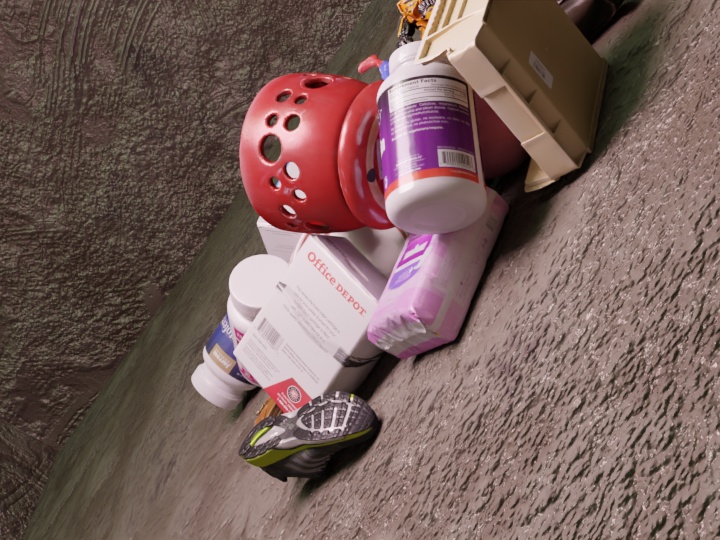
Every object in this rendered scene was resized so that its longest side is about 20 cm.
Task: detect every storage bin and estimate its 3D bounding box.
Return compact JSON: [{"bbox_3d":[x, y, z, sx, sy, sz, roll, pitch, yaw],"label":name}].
[{"bbox_3d":[0.171,-0.223,1.279,0.093,0.200,0.200,-24,32,38],"label":"storage bin"}]

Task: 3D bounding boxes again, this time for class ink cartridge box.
[{"bbox_3d":[-0.047,0.075,1.470,0.083,0.144,0.201,-1,-49,-56],"label":"ink cartridge box"},{"bbox_3d":[-0.073,-0.050,1.785,0.201,0.083,0.146,74,-149,-47],"label":"ink cartridge box"}]

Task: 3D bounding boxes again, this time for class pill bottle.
[{"bbox_3d":[-0.195,0.129,1.968,0.201,0.115,0.116,-55,14,13],"label":"pill bottle"},{"bbox_3d":[0.076,-0.149,1.296,0.112,0.111,0.202,-38,49,52],"label":"pill bottle"},{"bbox_3d":[-0.136,0.075,1.716,0.201,0.112,0.114,87,-159,-52],"label":"pill bottle"}]

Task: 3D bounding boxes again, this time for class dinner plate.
[{"bbox_3d":[0.000,0.000,1.527,0.201,0.200,0.024,-55,-28,8],"label":"dinner plate"}]

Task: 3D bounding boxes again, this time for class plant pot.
[{"bbox_3d":[-0.021,-0.140,1.437,0.181,0.201,0.202,9,62,37],"label":"plant pot"}]

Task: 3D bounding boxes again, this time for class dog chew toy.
[{"bbox_3d":[0.137,-0.215,1.404,0.123,0.202,0.125,-15,16,5],"label":"dog chew toy"}]

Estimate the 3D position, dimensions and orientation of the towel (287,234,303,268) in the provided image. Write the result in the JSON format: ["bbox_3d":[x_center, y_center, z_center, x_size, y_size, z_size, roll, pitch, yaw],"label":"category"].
[{"bbox_3d":[-0.050,-0.005,1.696,0.201,0.032,0.192,77,-152,-47],"label":"towel"}]

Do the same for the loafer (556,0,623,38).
[{"bbox_3d":[0.266,-0.306,1.451,0.072,0.072,0.200,-66,7,-16],"label":"loafer"}]

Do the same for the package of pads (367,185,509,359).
[{"bbox_3d":[0.090,-0.001,1.355,0.120,0.075,0.201,-25,35,58],"label":"package of pads"}]

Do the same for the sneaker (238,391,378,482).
[{"bbox_3d":[-0.052,0.206,1.406,0.199,0.081,0.074,-20,38,37],"label":"sneaker"}]

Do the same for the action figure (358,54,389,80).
[{"bbox_3d":[0.040,-0.224,1.562,0.099,0.065,0.200,-47,30,-3],"label":"action figure"}]

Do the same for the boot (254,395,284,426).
[{"bbox_3d":[-0.109,0.214,1.585,0.155,0.074,0.200,-44,7,41],"label":"boot"}]

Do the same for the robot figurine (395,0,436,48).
[{"bbox_3d":[0.111,-0.319,1.522,0.145,0.058,0.201,-40,45,17],"label":"robot figurine"}]
